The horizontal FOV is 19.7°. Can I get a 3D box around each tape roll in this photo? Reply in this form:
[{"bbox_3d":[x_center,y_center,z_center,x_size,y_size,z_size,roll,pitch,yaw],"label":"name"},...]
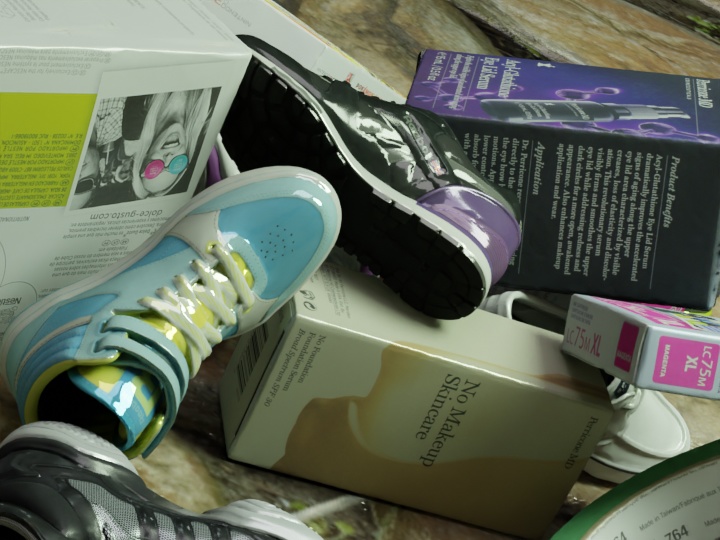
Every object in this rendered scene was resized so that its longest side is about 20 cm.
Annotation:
[{"bbox_3d":[0.182,0.148,1.064,0.048,0.199,0.201,63,21,-13],"label":"tape roll"}]

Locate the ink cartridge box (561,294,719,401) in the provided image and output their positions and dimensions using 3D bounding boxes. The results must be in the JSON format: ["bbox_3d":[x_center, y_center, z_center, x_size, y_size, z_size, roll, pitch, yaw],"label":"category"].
[{"bbox_3d":[0.223,0.052,1.142,0.198,0.042,0.119,12,4,-15],"label":"ink cartridge box"}]

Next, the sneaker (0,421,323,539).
[{"bbox_3d":[-0.098,0.145,0.935,0.199,0.076,0.114,24,24,10],"label":"sneaker"}]

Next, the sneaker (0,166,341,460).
[{"bbox_3d":[-0.088,0.029,1.033,0.080,0.199,0.131,55,2,-22],"label":"sneaker"}]

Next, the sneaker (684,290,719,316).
[{"bbox_3d":[0.193,-0.029,1.548,0.199,0.081,0.074,36,26,20],"label":"sneaker"}]

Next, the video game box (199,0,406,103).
[{"bbox_3d":[-0.073,-0.181,1.565,0.199,0.047,0.182,37,8,22],"label":"video game box"}]

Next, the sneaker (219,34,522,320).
[{"bbox_3d":[0.003,-0.064,1.151,0.200,0.076,0.088,42,46,-3],"label":"sneaker"}]

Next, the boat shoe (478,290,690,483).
[{"bbox_3d":[0.139,0.073,1.257,0.199,0.065,0.074,27,59,-31],"label":"boat shoe"}]

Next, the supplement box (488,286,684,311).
[{"bbox_3d":[0.120,-0.016,1.407,0.200,0.102,0.103,38,13,24],"label":"supplement box"}]

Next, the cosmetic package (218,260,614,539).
[{"bbox_3d":[0.030,0.072,1.163,0.198,0.106,0.071,16,28,-18],"label":"cosmetic package"}]

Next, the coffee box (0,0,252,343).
[{"bbox_3d":[-0.220,-0.087,1.117,0.199,0.199,0.200,-6,40,-47],"label":"coffee box"}]

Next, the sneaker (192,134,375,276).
[{"bbox_3d":[-0.070,-0.061,1.225,0.199,0.075,0.100,34,30,-8],"label":"sneaker"}]

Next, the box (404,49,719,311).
[{"bbox_3d":[0.122,-0.058,1.255,0.198,0.105,0.148,6,21,4],"label":"box"}]
